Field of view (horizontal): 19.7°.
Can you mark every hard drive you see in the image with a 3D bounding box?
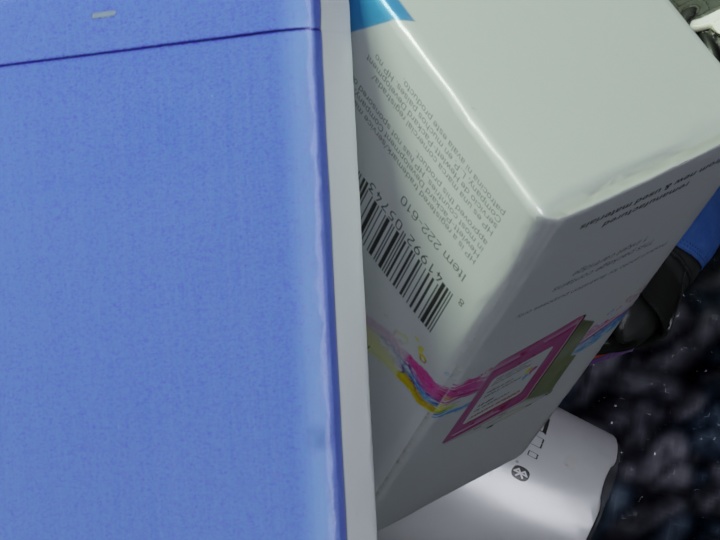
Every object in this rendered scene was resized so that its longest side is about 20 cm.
[{"bbox_3d":[-0.057,0.023,0.559,0.132,0.025,0.201,-3,91,34],"label":"hard drive"}]

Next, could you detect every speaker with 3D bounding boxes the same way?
[{"bbox_3d":[-0.008,0.052,0.781,0.200,0.081,0.081,27,83,-3],"label":"speaker"}]

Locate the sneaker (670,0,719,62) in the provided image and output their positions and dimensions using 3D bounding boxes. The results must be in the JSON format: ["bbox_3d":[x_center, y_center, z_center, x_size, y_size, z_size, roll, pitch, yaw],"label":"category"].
[{"bbox_3d":[0.130,-0.063,0.641,0.199,0.080,0.074,0,85,7],"label":"sneaker"}]

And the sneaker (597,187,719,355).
[{"bbox_3d":[0.042,-0.049,0.713,0.200,0.077,0.111,37,65,-20],"label":"sneaker"}]

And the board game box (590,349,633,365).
[{"bbox_3d":[0.000,0.000,0.753,0.200,0.032,0.120,-15,59,-32],"label":"board game box"}]

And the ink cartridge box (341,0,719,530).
[{"bbox_3d":[0.011,-0.028,0.626,0.085,0.200,0.145,-24,69,-31],"label":"ink cartridge box"}]
